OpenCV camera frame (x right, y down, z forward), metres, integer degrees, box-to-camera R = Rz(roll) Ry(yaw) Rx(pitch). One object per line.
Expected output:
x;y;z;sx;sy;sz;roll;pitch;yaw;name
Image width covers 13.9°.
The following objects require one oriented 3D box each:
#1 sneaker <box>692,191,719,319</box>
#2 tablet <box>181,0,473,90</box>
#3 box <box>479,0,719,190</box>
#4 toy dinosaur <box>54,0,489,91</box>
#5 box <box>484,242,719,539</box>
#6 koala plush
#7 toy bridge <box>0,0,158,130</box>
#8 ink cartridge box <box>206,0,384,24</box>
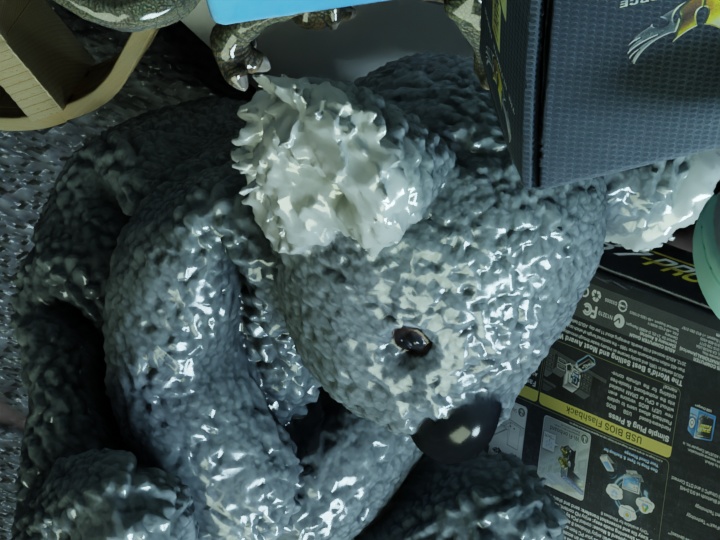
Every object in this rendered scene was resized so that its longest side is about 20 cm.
0.174;-0.054;0.679;0.200;0.078;0.140;-21;153;-16;sneaker
0.037;-0.082;0.899;0.200;0.014;0.130;-10;145;36;tablet
0.129;-0.097;0.705;0.200;0.051;0.158;-13;153;-6;box
0.010;-0.101;0.769;0.200;0.077;0.102;0;129;-18;toy dinosaur
0.097;0.076;0.955;0.200;0.162;0.049;21;-159;40;box
0.000;0.000;0.883;0.177;0.184;0.200;3;154;-32;koala plush
-0.112;-0.077;0.940;0.200;0.027;0.067;-15;125;41;toy bridge
-0.019;-0.165;0.624;0.067;0.116;0.200;-6;139;7;ink cartridge box
